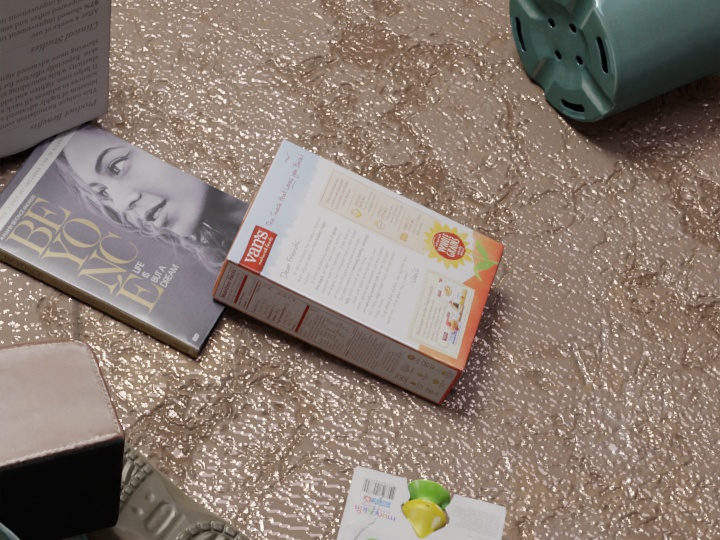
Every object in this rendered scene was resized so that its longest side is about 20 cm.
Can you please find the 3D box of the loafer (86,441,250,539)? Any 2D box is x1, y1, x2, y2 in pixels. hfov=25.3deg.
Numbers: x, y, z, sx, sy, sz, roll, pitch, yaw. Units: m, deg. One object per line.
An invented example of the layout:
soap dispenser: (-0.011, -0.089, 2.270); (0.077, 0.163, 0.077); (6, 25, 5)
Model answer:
loafer: (-0.127, 0.191, 1.071); (0.200, 0.068, 0.076); (47, 57, 3)

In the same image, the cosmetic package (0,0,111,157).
cosmetic package: (-0.301, -0.212, 1.229); (0.166, 0.201, 0.166); (-27, 58, -30)

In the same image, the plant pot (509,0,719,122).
plant pot: (0.250, -0.239, 1.432); (0.195, 0.201, 0.201); (-27, 64, -23)

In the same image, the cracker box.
cracker box: (0.000, 0.000, 1.247); (0.198, 0.058, 0.135); (26, 51, -3)

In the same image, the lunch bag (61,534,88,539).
lunch bag: (-0.273, 0.207, 1.008); (0.198, 0.077, 0.161); (23, 51, 2)

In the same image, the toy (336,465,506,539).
toy: (0.029, 0.235, 1.094); (0.114, 0.047, 0.201); (16, 48, 0)

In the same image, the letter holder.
letter holder: (-0.260, 0.097, 0.981); (0.198, 0.101, 0.143); (-12, 54, -21)

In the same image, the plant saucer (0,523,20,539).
plant saucer: (-0.272, 0.201, 0.896); (0.197, 0.203, 0.036); (-3, 23, -18)

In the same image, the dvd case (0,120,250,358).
dvd case: (-0.182, -0.032, 1.254); (0.198, 0.016, 0.149); (26, 52, 5)
